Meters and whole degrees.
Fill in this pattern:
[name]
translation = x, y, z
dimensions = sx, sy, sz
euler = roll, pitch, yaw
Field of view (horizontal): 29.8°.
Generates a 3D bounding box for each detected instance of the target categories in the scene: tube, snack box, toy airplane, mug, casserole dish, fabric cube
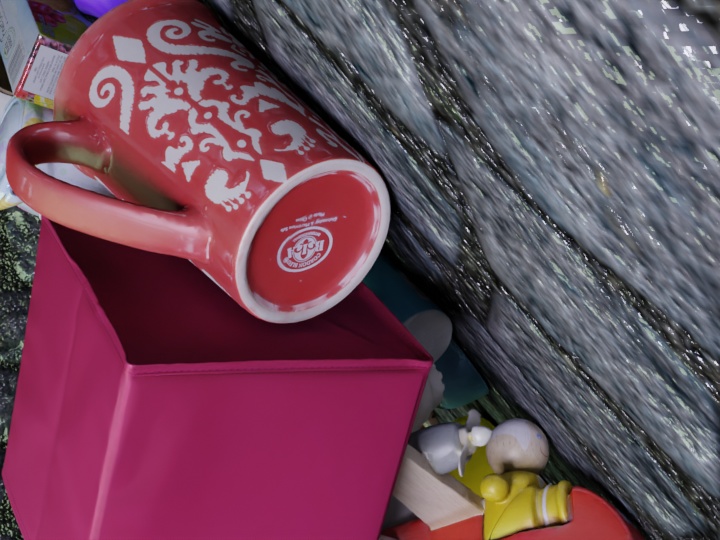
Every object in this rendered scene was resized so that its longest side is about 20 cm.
[tube]
translation = 0.000, 0.000, 1.022
dimensions = 0.200, 0.050, 0.078
euler = 48, 156, 49
[snack box]
translation = -0.189, -0.162, 0.981
dimensions = 0.141, 0.053, 0.200
euler = 18, -158, -31
[toy airplane]
translation = 0.088, 0.171, 0.942
dimensions = 0.198, 0.142, 0.200
euler = 19, 159, 0
[mug]
translation = -0.098, -0.052, 0.812
dimensions = 0.200, 0.177, 0.134
euler = 41, 165, 38
[casserole dish]
translation = 0.049, 0.066, 1.110
dimensions = 0.121, 0.039, 0.200
euler = 51, 176, 4
[fabric cube]
translation = -0.099, 0.096, 0.849
dimensions = 0.195, 0.201, 0.200
euler = 3, -154, -29

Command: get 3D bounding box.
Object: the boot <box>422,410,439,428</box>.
[boot]
translation = -0.010, 0.104, 1.093
dimensions = 0.200, 0.107, 0.075
euler = 49, 176, -8

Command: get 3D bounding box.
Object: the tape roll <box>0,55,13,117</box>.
[tape roll]
translation = -0.272, -0.188, 1.175
dimensions = 0.203, 0.202, 0.139
euler = 50, 176, 5

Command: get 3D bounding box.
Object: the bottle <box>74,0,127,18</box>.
[bottle]
translation = -0.200, -0.237, 0.940
dimensions = 0.200, 0.065, 0.084
euler = 49, 180, 17

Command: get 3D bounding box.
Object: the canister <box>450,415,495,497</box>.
[canister]
translation = 0.127, 0.220, 1.276
dimensions = 0.149, 0.086, 0.200
euler = 49, 174, 17

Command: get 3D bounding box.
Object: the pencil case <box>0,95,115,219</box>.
[pencil case]
translation = -0.165, -0.058, 0.952
dimensions = 0.199, 0.084, 0.091
euler = 16, -170, -31

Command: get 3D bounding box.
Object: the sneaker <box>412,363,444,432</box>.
[sneaker]
translation = 0.004, 0.120, 0.970
dimensions = 0.076, 0.081, 0.200
euler = 25, 148, 5
